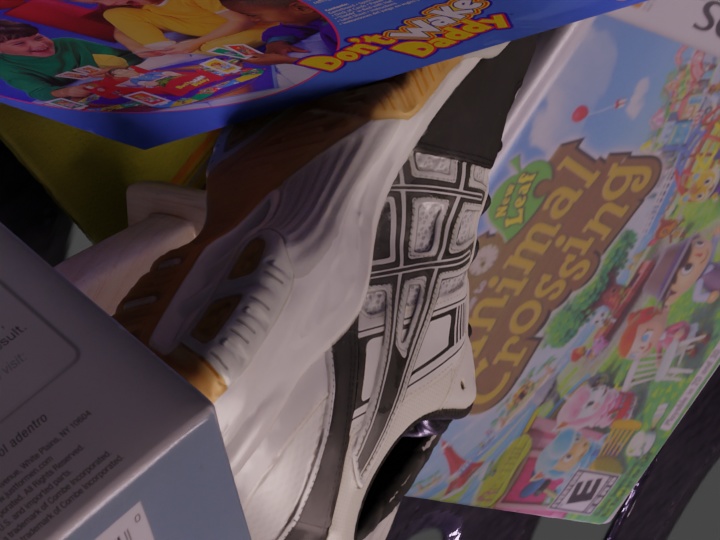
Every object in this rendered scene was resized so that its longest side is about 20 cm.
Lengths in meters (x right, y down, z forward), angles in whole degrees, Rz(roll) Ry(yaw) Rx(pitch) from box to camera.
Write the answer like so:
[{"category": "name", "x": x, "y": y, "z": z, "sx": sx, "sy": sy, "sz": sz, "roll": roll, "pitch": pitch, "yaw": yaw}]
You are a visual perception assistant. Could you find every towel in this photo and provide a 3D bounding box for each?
[{"category": "towel", "x": -0.064, "y": -0.052, "z": 0.847, "sx": 0.086, "sy": 0.018, "sz": 0.200, "roll": -52, "pitch": 150, "yaw": -10}]

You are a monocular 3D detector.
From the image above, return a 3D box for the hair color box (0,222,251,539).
[{"category": "hair color box", "x": -0.129, "y": 0.023, "z": 0.649, "sx": 0.099, "sy": 0.200, "sz": 0.061, "roll": -40, "pitch": 147, "yaw": -20}]

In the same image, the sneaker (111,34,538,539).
[{"category": "sneaker", "x": 0.000, "y": 0.000, "z": 0.754, "sx": 0.088, "sy": 0.075, "sz": 0.200, "roll": 51, "pitch": 54, "yaw": -26}]

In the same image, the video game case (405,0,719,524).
[{"category": "video game case", "x": 0.077, "y": -0.009, "z": 0.881, "sx": 0.181, "sy": 0.022, "sz": 0.201, "roll": 13, "pitch": 116, "yaw": -50}]

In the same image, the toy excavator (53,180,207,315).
[{"category": "toy excavator", "x": -0.102, "y": 0.066, "z": 0.756, "sx": 0.194, "sy": 0.099, "sz": 0.201, "roll": 14, "pitch": 90, "yaw": -58}]

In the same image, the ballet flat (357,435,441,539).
[{"category": "ballet flat", "x": -0.034, "y": 0.083, "z": 0.744, "sx": 0.200, "sy": 0.056, "sz": 0.067, "roll": -60, "pitch": 137, "yaw": -43}]

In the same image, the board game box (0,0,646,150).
[{"category": "board game box", "x": -0.027, "y": -0.085, "z": 0.678, "sx": 0.134, "sy": 0.199, "sz": 0.045, "roll": 17, "pitch": 67, "yaw": -48}]

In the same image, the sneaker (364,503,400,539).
[{"category": "sneaker", "x": -0.010, "y": 0.036, "z": 0.969, "sx": 0.200, "sy": 0.077, "sz": 0.087, "roll": -48, "pitch": 145, "yaw": -26}]
